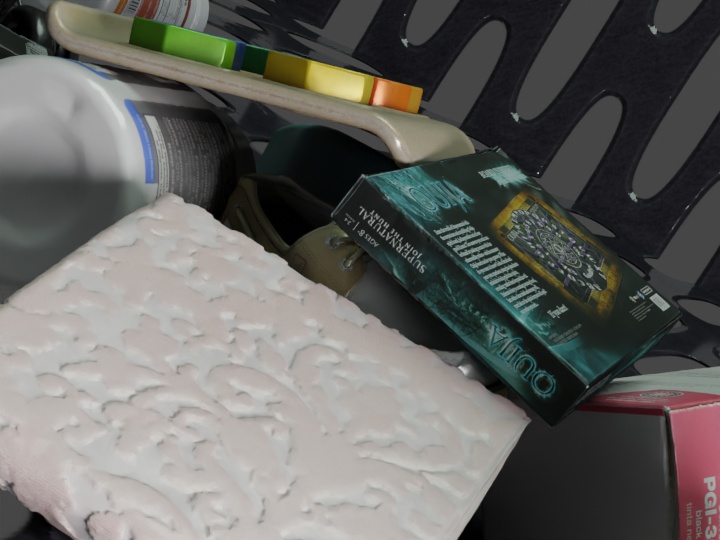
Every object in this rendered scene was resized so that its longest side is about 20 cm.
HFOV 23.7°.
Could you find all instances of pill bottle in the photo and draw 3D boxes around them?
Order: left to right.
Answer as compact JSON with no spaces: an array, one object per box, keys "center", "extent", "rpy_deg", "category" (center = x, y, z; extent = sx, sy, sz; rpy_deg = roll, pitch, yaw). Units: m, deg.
[{"center":[-0.130,-0.048,0.890],"extent":[0.113,0.114,0.200],"rpy_deg":[35,11,12],"category":"pill bottle"},{"center":[-0.217,-0.251,1.546],"extent":[0.112,0.113,0.200],"rpy_deg":[36,11,18],"category":"pill bottle"}]

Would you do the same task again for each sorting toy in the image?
[{"center":[-0.043,-0.101,0.898],"extent":[0.199,0.037,0.185],"rpy_deg":[21,8,13],"category":"sorting toy"}]

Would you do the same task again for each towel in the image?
[{"center":[-0.050,0.060,0.677],"extent":[0.199,0.032,0.191],"rpy_deg":[32,35,11],"category":"towel"}]

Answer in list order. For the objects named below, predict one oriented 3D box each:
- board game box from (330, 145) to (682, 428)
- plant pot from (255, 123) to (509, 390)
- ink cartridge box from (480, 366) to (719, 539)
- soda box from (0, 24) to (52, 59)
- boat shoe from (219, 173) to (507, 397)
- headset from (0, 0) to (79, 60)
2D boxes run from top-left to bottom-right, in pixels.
[{"center":[0.077,0.000,0.818],"extent":[0.135,0.028,0.200],"rpy_deg":[43,20,12],"category":"board game box"},{"center":[0.000,0.000,1.007],"extent":[0.141,0.142,0.200],"rpy_deg":[26,7,-31],"category":"plant pot"},{"center":[0.182,0.098,0.900],"extent":[0.199,0.084,0.146],"rpy_deg":[-3,0,-36],"category":"ink cartridge box"},{"center":[-0.277,-0.138,0.976],"extent":[0.199,0.071,0.063],"rpy_deg":[29,10,-21],"category":"soda box"},{"center":[-0.007,0.007,0.819],"extent":[0.074,0.069,0.199],"rpy_deg":[-8,23,-42],"category":"boat shoe"},{"center":[-0.257,-0.154,1.173],"extent":[0.123,0.094,0.201],"rpy_deg":[33,25,-19],"category":"headset"}]
